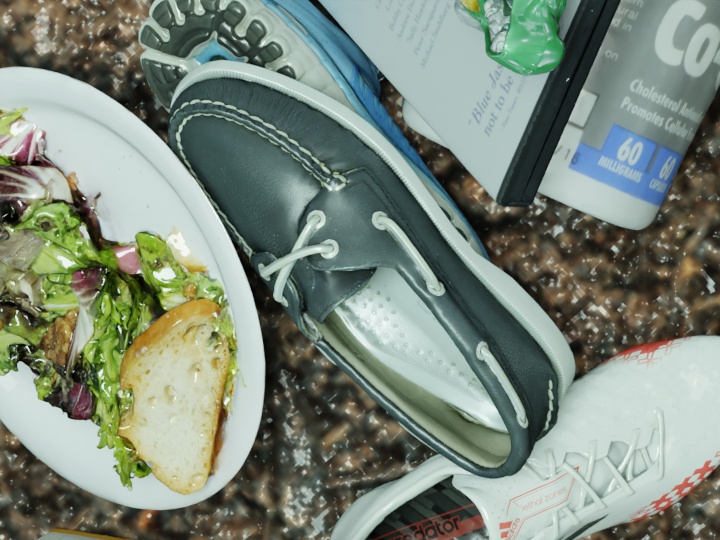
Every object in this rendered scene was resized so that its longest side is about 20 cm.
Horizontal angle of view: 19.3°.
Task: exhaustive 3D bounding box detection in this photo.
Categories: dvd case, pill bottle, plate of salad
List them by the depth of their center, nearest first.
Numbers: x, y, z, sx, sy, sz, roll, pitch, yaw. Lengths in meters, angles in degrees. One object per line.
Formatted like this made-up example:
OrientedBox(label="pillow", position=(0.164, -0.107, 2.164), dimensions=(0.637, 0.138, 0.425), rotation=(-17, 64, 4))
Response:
OrientedBox(label="dvd case", position=(0.034, -0.137, 0.800), dimensions=(0.200, 0.018, 0.143), rotation=(52, 131, 43))
OrientedBox(label="pill bottle", position=(0.107, -0.127, 0.847), dimensions=(0.114, 0.114, 0.200), rotation=(26, 97, 6))
OrientedBox(label="plate of salad", position=(-0.123, 0.014, 0.876), dimensions=(0.200, 0.048, 0.200), rotation=(21, 126, 32))

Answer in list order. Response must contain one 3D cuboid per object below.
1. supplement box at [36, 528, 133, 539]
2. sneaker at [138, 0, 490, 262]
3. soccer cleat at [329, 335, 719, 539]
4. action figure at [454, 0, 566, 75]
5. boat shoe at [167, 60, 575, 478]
OrientedBox(label="supplement box", position=(-0.096, 0.165, 0.850), dimensions=(0.126, 0.200, 0.074), rotation=(8, 95, 8))
OrientedBox(label="sneaker", position=(-0.002, -0.055, 0.884), dimensions=(0.078, 0.090, 0.200), rotation=(-25, 111, 31))
OrientedBox(label="soccer cleat", position=(0.076, 0.088, 0.879), dimensions=(0.200, 0.085, 0.069), rotation=(-25, 90, 9))
OrientedBox(label="action figure", position=(0.035, -0.152, 0.734), dimensions=(0.055, 0.118, 0.200), rotation=(-3, 60, -24))
OrientedBox(label="boat shoe", position=(0.000, 0.000, 0.823), dimensions=(0.200, 0.060, 0.076), rotation=(38, 132, -5))
